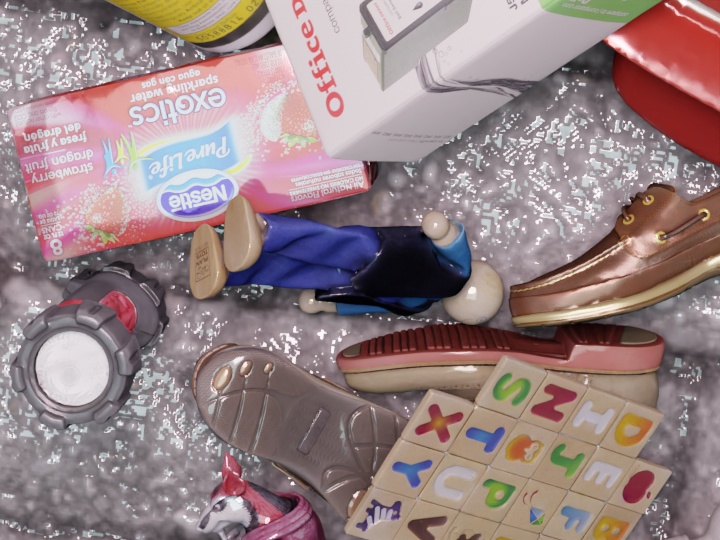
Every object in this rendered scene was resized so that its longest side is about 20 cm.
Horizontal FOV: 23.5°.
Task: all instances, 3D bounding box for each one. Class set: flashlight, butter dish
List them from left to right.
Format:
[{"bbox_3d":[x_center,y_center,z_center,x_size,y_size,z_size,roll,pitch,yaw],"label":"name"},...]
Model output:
[{"bbox_3d":[-0.146,0.038,0.992,0.068,0.200,0.068,-12,97,5],"label":"flashlight"},{"bbox_3d":[0.222,-0.126,0.982,0.199,0.148,0.201,28,57,0],"label":"butter dish"}]

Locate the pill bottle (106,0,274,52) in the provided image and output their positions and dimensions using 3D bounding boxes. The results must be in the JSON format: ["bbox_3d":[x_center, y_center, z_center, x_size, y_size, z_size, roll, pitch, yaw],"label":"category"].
[{"bbox_3d":[-0.128,-0.204,0.950,0.111,0.200,0.112,-14,67,37],"label":"pill bottle"}]

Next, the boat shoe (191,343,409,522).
[{"bbox_3d":[-0.019,0.102,1.060,0.200,0.072,0.076,38,86,-21],"label":"boat shoe"}]

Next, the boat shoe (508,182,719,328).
[{"bbox_3d":[0.179,-0.018,1.033,0.199,0.072,0.068,-19,91,0],"label":"boat shoe"}]

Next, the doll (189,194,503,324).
[{"bbox_3d":[0.000,0.000,1.015,0.199,0.136,0.049,8,63,-32],"label":"doll"}]

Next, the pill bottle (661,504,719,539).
[{"bbox_3d":[0.278,0.178,1.029,0.199,0.113,0.114,-15,97,6],"label":"pill bottle"}]

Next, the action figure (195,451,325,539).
[{"bbox_3d":[-0.035,0.196,1.027,0.148,0.134,0.201,-8,119,25],"label":"action figure"}]

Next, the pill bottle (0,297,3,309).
[{"bbox_3d":[-0.291,-0.055,1.029,0.119,0.120,0.201,-19,96,6],"label":"pill bottle"}]

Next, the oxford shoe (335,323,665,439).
[{"bbox_3d":[0.084,0.074,1.050,0.199,0.070,0.075,1,103,5],"label":"oxford shoe"}]

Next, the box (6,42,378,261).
[{"bbox_3d":[-0.095,-0.075,1.024,0.199,0.100,0.096,-12,97,5],"label":"box"}]

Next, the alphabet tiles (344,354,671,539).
[{"bbox_3d":[0.091,0.136,1.026,0.199,0.006,0.167,20,108,-35],"label":"alphabet tiles"}]

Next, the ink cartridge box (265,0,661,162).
[{"bbox_3d":[0.048,-0.164,0.889,0.200,0.084,0.146,-32,73,36],"label":"ink cartridge box"}]
